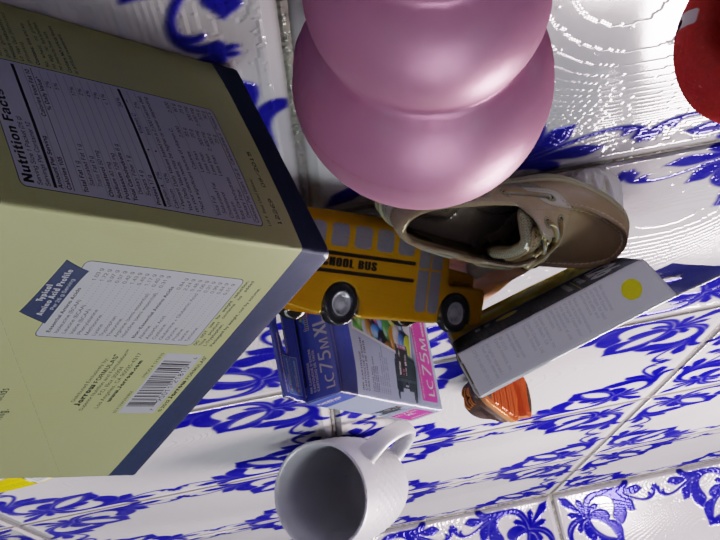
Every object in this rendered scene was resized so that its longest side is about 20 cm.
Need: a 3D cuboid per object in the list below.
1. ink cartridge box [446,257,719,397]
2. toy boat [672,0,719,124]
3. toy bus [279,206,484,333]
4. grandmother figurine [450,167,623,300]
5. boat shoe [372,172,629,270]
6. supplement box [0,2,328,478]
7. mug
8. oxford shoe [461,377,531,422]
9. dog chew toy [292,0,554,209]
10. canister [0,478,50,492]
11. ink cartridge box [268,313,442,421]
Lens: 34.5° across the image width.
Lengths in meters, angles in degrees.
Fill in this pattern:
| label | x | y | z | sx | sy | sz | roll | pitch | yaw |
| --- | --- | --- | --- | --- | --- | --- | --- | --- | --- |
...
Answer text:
| label | x | y | z | sx | sy | sz | roll | pitch | yaw |
| --- | --- | --- | --- | --- | --- | --- | --- | --- | --- |
| ink cartridge box | 0.163 | 0.025 | 0.885 | 0.199 | 0.047 | 0.198 | -29 | 180 | 2 |
| toy boat | 0.185 | -0.151 | 0.520 | 0.130 | 0.131 | 0.200 | 20 | 158 | 2 |
| toy bus | 0.000 | 0.000 | 0.831 | 0.199 | 0.079 | 0.065 | 6 | 179 | -38 |
| grandmother figurine | 0.129 | -0.020 | 0.918 | 0.121 | 0.061 | 0.200 | -32 | 176 | -44 |
| boat shoe | 0.105 | -0.028 | 0.795 | 0.199 | 0.065 | 0.072 | 11 | 121 | -24 |
| supplement box | -0.165 | -0.006 | 0.571 | 0.199 | 0.135 | 0.200 | 9 | 133 | -46 |
| mug | 0.003 | 0.284 | 1.596 | 0.200 | 0.148 | 0.175 | -52 | 156 | 16 |
| oxford shoe | 0.155 | 0.157 | 1.411 | 0.072 | 0.072 | 0.200 | -13 | 162 | 17 |
| dog chew toy | 0.028 | -0.113 | 0.500 | 0.124 | 0.125 | 0.200 | -11 | 153 | -4 |
| canister | -0.365 | 0.153 | 1.055 | 0.147 | 0.087 | 0.200 | -12 | 162 | 0 |
| ink cartridge box | -0.004 | 0.053 | 0.938 | 0.042 | 0.120 | 0.200 | -21 | 159 | 29 |
